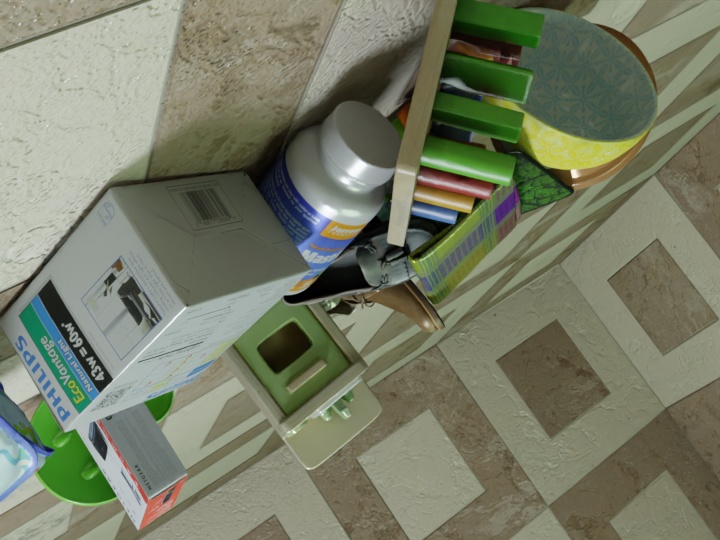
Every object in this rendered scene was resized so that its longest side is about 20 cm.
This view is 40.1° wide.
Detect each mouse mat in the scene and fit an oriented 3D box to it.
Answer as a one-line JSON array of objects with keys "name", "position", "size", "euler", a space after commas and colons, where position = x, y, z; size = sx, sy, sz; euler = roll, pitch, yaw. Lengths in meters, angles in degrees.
[{"name": "mouse mat", "position": [0.134, -0.078, 1.079], "size": [0.159, 0.008, 0.199], "euler": [-21, 161, 25]}]

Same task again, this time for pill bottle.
[{"name": "pill bottle", "position": [-0.044, -0.073, 0.993], "size": [0.111, 0.113, 0.200], "euler": [-23, 163, -48]}]

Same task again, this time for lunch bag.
[{"name": "lunch bag", "position": [-0.392, 0.183, 0.915], "size": [0.170, 0.128, 0.200], "euler": [-41, 173, -15]}]

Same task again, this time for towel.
[{"name": "towel", "position": [0.114, -0.033, 1.056], "size": [0.144, 0.023, 0.200], "euler": [-44, 164, 0]}]

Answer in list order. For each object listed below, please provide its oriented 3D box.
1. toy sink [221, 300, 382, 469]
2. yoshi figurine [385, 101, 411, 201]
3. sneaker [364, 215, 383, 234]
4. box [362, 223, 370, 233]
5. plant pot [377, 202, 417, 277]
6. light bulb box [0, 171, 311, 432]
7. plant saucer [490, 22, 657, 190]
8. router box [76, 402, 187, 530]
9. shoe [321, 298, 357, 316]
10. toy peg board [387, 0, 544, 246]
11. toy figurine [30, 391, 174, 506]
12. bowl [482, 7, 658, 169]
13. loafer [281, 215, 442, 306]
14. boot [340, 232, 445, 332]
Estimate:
[{"name": "toy sink", "position": [-0.070, 0.127, 1.206], "size": [0.130, 0.201, 0.112], "euler": [-36, 176, -13]}, {"name": "yoshi figurine", "position": [0.011, -0.095, 1.115], "size": [0.199, 0.113, 0.111], "euler": [-38, 153, 21]}, {"name": "sneaker", "position": [0.016, -0.041, 1.325], "size": [0.073, 0.082, 0.200], "euler": [-23, 175, -24]}, {"name": "box", "position": [-0.096, -0.003, 1.281], "size": [0.158, 0.046, 0.200], "euler": [-23, 162, -48]}, {"name": "plant pot", "position": [0.113, -0.063, 1.432], "size": [0.199, 0.135, 0.200], "euler": [-34, 168, -8]}, {"name": "light bulb box", "position": [-0.188, 0.024, 0.920], "size": [0.200, 0.126, 0.197], "euler": [-41, 168, 28]}, {"name": "plant saucer", "position": [0.240, -0.193, 1.141], "size": [0.199, 0.202, 0.032], "euler": [-38, 152, 13]}, {"name": "router box", "position": [-0.269, 0.174, 1.084], "size": [0.049, 0.201, 0.180], "euler": [-30, 167, -26]}, {"name": "shoe", "position": [-0.035, 0.026, 1.318], "size": [0.070, 0.054, 0.200], "euler": [-37, 169, 0]}, {"name": "toy peg board", "position": [0.095, -0.136, 0.906], "size": [0.199, 0.096, 0.203], "euler": [91, 13, -74]}, {"name": "toy figurine", "position": [-0.344, 0.210, 1.268], "size": [0.200, 0.150, 0.184], "euler": [-46, -172, -30]}, {"name": "bowl", "position": [0.204, -0.175, 1.060], "size": [0.199, 0.201, 0.108], "euler": [-28, 157, -34]}, {"name": "loafer", "position": [0.000, 0.000, 1.082], "size": [0.198, 0.073, 0.063], "euler": [-19, -164, 27]}, {"name": "boot", "position": [0.020, 0.024, 1.153], "size": [0.075, 0.200, 0.074], "euler": [-43, 141, -8]}]
